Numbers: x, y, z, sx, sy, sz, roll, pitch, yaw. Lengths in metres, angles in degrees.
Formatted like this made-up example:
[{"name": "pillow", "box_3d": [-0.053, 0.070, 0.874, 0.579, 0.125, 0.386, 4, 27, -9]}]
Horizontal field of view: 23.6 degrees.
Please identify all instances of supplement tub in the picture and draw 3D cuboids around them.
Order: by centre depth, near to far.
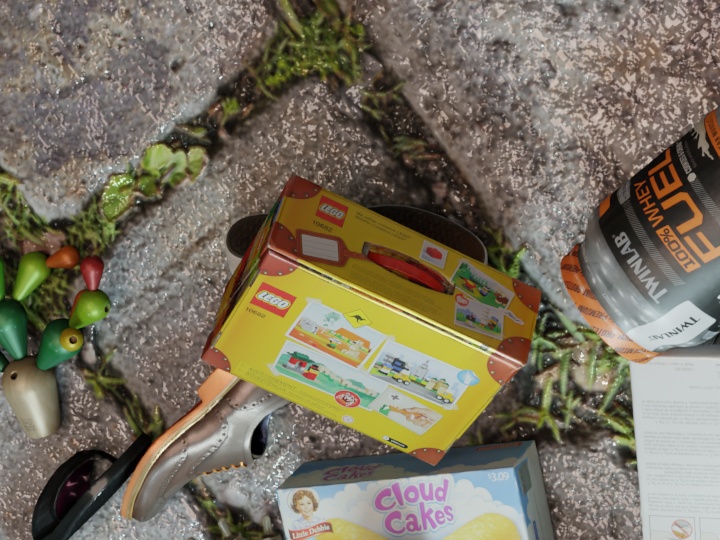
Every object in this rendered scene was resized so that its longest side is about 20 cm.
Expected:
[{"name": "supplement tub", "box_3d": [0.241, -0.031, 1.178, 0.200, 0.123, 0.123, -42, 86, 24]}]

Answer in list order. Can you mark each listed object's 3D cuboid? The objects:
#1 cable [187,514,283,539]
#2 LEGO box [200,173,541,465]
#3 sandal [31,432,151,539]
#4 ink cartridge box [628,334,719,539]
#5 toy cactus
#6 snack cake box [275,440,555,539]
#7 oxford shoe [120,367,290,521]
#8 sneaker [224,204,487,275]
[{"name": "cable", "box_3d": [-0.069, 0.295, 1.434, 0.097, 0.050, 0.200, -17, 109, 7]}, {"name": "LEGO box", "box_3d": [0.005, 0.040, 1.247, 0.200, 0.077, 0.149, 25, 138, -9]}, {"name": "sandal", "box_3d": [-0.250, 0.197, 1.447, 0.048, 0.075, 0.200, 45, 115, 1]}, {"name": "ink cartridge box", "box_3d": [0.282, 0.146, 1.252, 0.162, 0.057, 0.200, 0, 111, 21]}, {"name": "toy cactus", "box_3d": [-0.286, 0.063, 1.430, 0.200, 0.102, 0.165, -10, 109, 14]}, {"name": "snack cake box", "box_3d": [0.045, 0.203, 1.340, 0.200, 0.067, 0.115, -9, 101, 23]}, {"name": "oxford shoe", "box_3d": [-0.122, 0.143, 1.390, 0.073, 0.071, 0.200, 41, 113, 2]}, {"name": "sneaker", "box_3d": [0.000, 0.000, 1.321, 0.200, 0.073, 0.085, 4, 140, 12]}]
